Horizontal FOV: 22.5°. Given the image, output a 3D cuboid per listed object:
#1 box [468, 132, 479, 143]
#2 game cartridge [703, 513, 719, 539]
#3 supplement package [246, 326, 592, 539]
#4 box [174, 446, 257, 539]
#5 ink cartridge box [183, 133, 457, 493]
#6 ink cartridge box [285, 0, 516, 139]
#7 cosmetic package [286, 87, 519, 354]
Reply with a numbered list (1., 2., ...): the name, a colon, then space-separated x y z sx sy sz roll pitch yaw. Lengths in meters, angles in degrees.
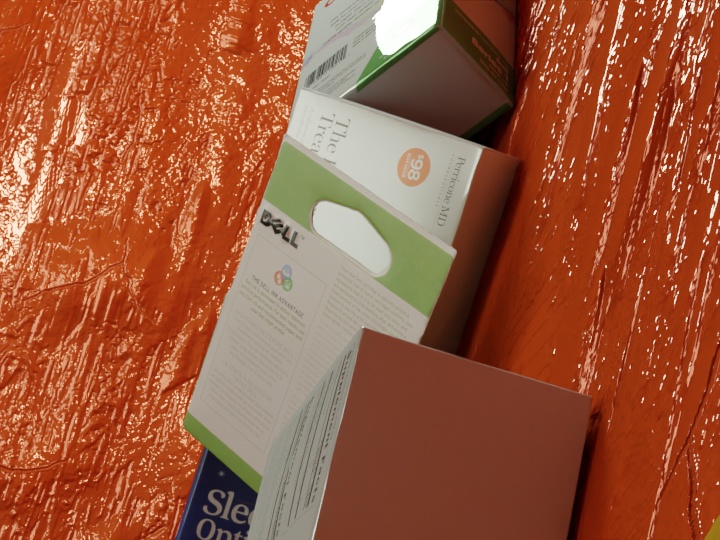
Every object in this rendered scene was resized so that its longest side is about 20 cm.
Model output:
1. box: 0.046 -0.049 1.330 0.200 0.037 0.137 -83 12 -56
2. game cartridge: 0.097 0.158 0.478 0.177 0.032 0.201 -82 9 -53
3. supplement package: 0.017 0.119 0.843 0.200 0.113 0.110 127 159 -66
4. box: -0.068 0.181 1.319 0.032 0.120 0.201 -126 54 -82
5. ink cartridge box: -0.006 0.042 1.054 0.076 0.148 0.201 -5 -57 -48
6. ink cartridge box: 0.033 -0.156 1.293 0.145 0.084 0.200 -35 26 27
7. cosmetic package: 0.000 0.000 1.154 0.052 0.150 0.201 10 -82 -57
